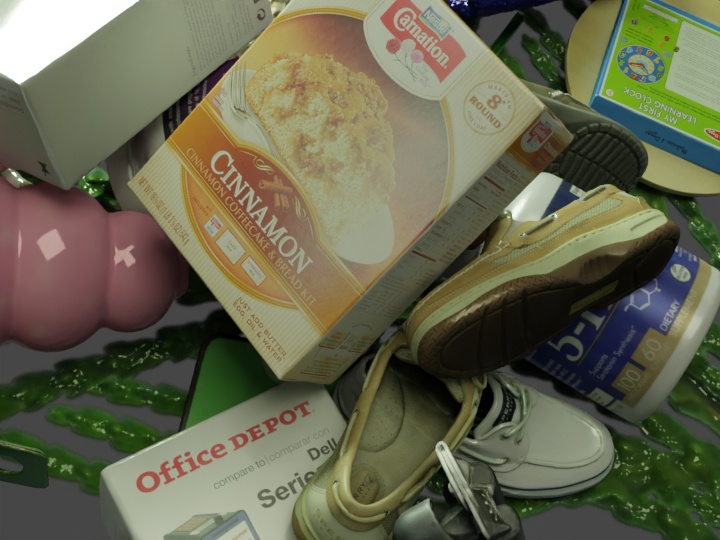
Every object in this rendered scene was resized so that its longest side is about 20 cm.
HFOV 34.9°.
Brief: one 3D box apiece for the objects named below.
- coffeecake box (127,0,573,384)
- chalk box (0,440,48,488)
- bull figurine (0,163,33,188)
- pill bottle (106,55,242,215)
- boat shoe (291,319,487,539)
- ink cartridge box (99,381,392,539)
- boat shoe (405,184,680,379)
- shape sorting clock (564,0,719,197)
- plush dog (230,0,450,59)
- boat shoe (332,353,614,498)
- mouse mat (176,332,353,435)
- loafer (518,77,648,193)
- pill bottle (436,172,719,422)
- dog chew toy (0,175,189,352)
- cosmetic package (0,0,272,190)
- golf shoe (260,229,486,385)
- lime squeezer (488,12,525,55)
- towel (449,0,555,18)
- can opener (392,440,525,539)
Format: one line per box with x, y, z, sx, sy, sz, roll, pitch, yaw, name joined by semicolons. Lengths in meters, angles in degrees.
-0.008;-0.061;0.642;0.200;0.073;0.154;-46;69;11;coffeecake box
-0.277;0.103;0.638;0.198;0.125;0.125;-1;61;-14;chalk box
-0.290;-0.106;0.789;0.198;0.065;0.122;-17;67;-21;bull figurine
-0.065;-0.089;0.766;0.198;0.113;0.114;-15;60;16;pill bottle
0.030;0.079;0.655;0.073;0.063;0.201;37;47;4;boat shoe
-0.045;0.181;0.658;0.144;0.088;0.201;-22;65;-24;ink cartridge box
0.097;-0.001;0.684;0.199;0.072;0.076;-20;54;-32;boat shoe
0.263;-0.152;0.951;0.198;0.039;0.202;6;63;-11;shape sorting clock
-0.009;-0.199;0.840;0.199;0.172;0.161;27;58;5;plush dog
0.081;0.101;0.747;0.198;0.067;0.074;10;59;-12;boat shoe
-0.045;0.142;0.734;0.159;0.008;0.202;14;58;-5;mouse mat
0.137;-0.108;0.850;0.199;0.075;0.070;23;28;-36;loafer
0.133;0.004;0.787;0.199;0.120;0.120;30;59;6;pill bottle
-0.208;-0.003;0.721;0.198;0.125;0.126;3;59;-20;dog chew toy
-0.162;-0.150;0.718;0.112;0.082;0.200;21;51;30;cosmetic package
0.000;0.000;0.721;0.200;0.092;0.073;-46;76;16;golf shoe
0.087;-0.166;0.904;0.037;0.071;0.200;14;19;18;lime squeezer
0.140;-0.276;0.966;0.198;0.050;0.148;-18;43;-22;towel
0.055;0.144;0.655;0.066;0.200;0.054;-29;69;-1;can opener
